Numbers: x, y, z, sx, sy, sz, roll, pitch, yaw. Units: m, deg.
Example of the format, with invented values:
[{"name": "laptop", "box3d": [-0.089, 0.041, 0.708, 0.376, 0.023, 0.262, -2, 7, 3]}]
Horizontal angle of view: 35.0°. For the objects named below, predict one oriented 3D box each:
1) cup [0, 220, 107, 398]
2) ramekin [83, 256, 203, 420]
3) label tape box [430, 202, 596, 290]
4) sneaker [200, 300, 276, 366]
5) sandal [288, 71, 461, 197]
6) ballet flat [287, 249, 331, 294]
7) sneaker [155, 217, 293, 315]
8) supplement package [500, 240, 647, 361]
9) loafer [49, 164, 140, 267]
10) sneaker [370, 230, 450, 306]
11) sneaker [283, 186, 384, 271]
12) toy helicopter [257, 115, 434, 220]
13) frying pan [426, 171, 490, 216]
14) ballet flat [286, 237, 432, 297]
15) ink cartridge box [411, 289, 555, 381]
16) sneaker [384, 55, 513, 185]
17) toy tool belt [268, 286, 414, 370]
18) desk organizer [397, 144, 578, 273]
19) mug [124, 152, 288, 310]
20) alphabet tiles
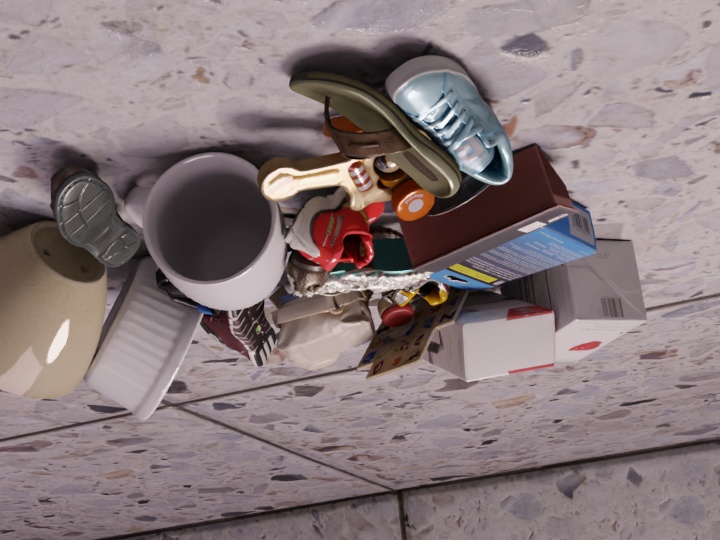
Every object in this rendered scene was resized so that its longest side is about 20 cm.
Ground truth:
[{"name": "cup", "box3d": [-0.379, 0.028, 1.350, 0.199, 0.202, 0.144, 15, 126, -44]}, {"name": "ramekin", "box3d": [-0.278, 0.081, 1.470, 0.097, 0.203, 0.200, 27, 150, -14]}, {"name": "label tape box", "box3d": [0.183, -0.037, 1.474, 0.198, 0.067, 0.142, -18, 157, 35]}, {"name": "sneaker", "box3d": [-0.193, 0.055, 1.613, 0.114, 0.076, 0.202, 20, 145, 22]}, {"name": "sandal", "box3d": [0.014, -0.125, 1.098, 0.200, 0.058, 0.080, 37, 166, -18]}, {"name": "ballet flat", "box3d": [-0.050, -0.018, 1.341, 0.066, 0.047, 0.200, 12, -160, 2]}, {"name": "sneaker", "box3d": [-0.154, -0.001, 1.406, 0.196, 0.114, 0.073, -3, 161, -7]}, {"name": "supplement package", "box3d": [0.304, 0.049, 1.654, 0.119, 0.122, 0.200, 1, 159, -20]}, {"name": "loafer", "box3d": [-0.306, -0.066, 1.266, 0.072, 0.063, 0.200, -41, 159, -10]}, {"name": "sneaker", "box3d": [0.044, 0.000, 1.506, 0.197, 0.084, 0.078, 8, 156, -31]}, {"name": "sneaker", "box3d": [-0.016, -0.041, 1.284, 0.077, 0.085, 0.200, -53, 170, 27]}, {"name": "toy helicopter", "box3d": [-0.011, -0.114, 1.185, 0.197, 0.079, 0.133, -12, 140, -18]}, {"name": "frying pan", "box3d": [0.107, -0.109, 1.288, 0.114, 0.031, 0.190, -37, -163, -1]}, {"name": "ballet flat", "box3d": [0.000, 0.000, 1.433, 0.196, 0.073, 0.072, -3, 160, -15]}, {"name": "ink cartridge box", "box3d": [0.169, 0.090, 1.638, 0.144, 0.084, 0.200, -7, -170, -20]}, {"name": "sneaker", "box3d": [0.100, -0.141, 1.116, 0.074, 0.083, 0.199, -41, 146, 20]}, {"name": "toy tool belt", "box3d": [-0.031, 0.044, 1.596, 0.197, 0.124, 0.125, -22, 146, 9]}, {"name": "desk organizer", "box3d": [0.146, -0.070, 1.348, 0.198, 0.078, 0.071, -24, 167, 27]}, {"name": "mug", "box3d": [-0.175, -0.040, 1.283, 0.197, 0.149, 0.176, 21, 166, 10]}, {"name": "alphabet tiles", "box3d": [0.078, 0.075, 1.606, 0.166, 0.201, 0.008, -23, 115, 38]}]
